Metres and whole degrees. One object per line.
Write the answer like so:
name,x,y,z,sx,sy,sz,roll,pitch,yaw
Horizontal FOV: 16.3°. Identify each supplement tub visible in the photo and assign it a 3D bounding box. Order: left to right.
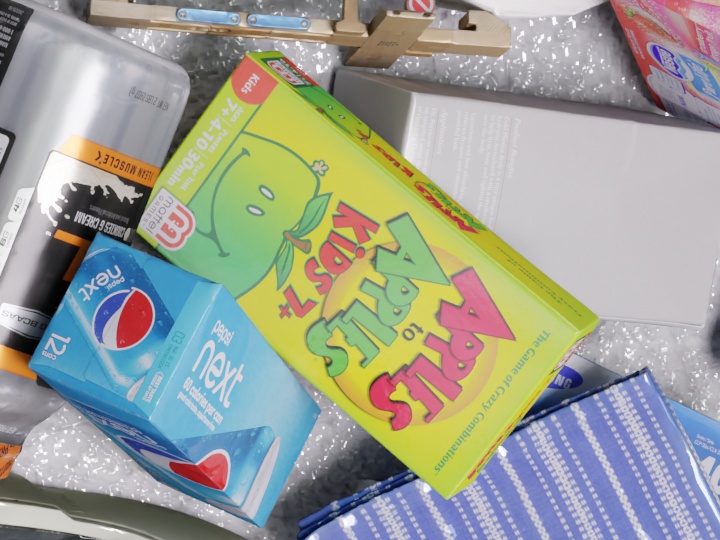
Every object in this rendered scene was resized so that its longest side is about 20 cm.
supplement tub,-0.164,-0.018,1.111,0.122,0.122,0.201,21,92,-30

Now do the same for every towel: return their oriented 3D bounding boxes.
towel,0.082,0.148,1.229,0.199,0.024,0.145,-26,101,11

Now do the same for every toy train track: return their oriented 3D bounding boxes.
toy train track,-0.028,-0.125,1.183,0.199,0.115,0.033,3,83,-10

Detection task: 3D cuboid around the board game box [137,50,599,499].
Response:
board game box,0.000,0.000,1.163,0.200,0.048,0.102,40,105,10

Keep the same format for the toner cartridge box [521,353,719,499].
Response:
toner cartridge box,0.120,0.071,1.296,0.200,0.095,0.043,25,88,-30

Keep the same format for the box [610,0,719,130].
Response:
box,0.195,-0.127,1.229,0.095,0.102,0.200,-59,159,-6

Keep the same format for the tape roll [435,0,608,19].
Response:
tape roll,0.077,-0.224,1.220,0.202,0.071,0.203,-7,104,-27

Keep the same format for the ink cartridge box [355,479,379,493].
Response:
ink cartridge box,0.077,0.184,1.325,0.199,0.050,0.109,15,94,-30

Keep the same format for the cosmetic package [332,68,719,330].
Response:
cosmetic package,0.083,-0.035,1.259,0.199,0.090,0.107,7,99,-32

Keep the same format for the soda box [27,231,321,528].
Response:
soda box,-0.079,0.054,1.136,0.068,0.064,0.200,-63,161,-12

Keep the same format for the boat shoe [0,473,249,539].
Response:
boat shoe,-0.124,0.146,1.197,0.199,0.074,0.066,16,98,-31
